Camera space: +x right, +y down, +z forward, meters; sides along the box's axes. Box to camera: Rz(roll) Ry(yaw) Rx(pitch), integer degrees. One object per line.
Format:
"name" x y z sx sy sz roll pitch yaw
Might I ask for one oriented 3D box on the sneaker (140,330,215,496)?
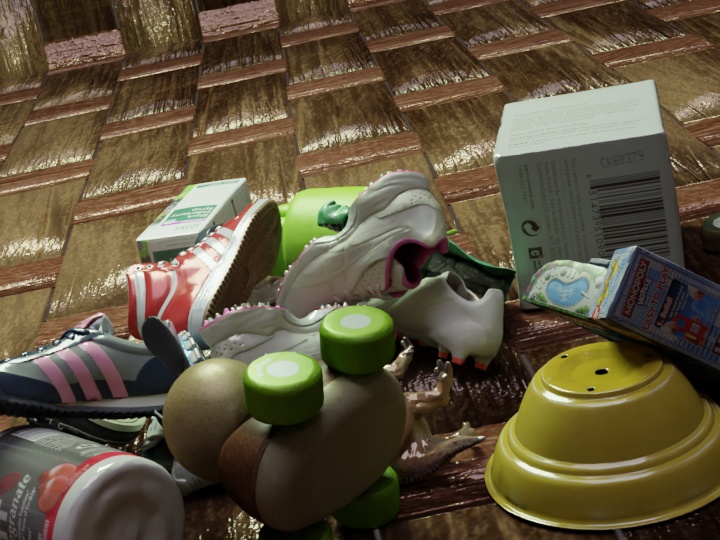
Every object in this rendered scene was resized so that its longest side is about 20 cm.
"sneaker" -0.155 0.123 1.266 0.087 0.075 0.200 -30 30 -4

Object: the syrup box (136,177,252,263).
"syrup box" -0.187 -0.039 1.732 0.079 0.082 0.200 -8 18 15

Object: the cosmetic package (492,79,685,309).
"cosmetic package" 0.232 -0.080 1.483 0.165 0.165 0.200 -8 19 11

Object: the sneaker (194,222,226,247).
"sneaker" -0.145 -0.003 1.569 0.082 0.070 0.200 -16 -12 15

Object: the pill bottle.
"pill bottle" -0.234 0.178 1.113 0.200 0.111 0.111 8 27 44

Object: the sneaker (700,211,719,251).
"sneaker" 0.438 -0.083 1.483 0.200 0.090 0.067 -11 20 4

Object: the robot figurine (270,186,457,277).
"robot figurine" -0.003 -0.030 1.544 0.200 0.116 0.175 -1 20 21

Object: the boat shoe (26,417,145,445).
"boat shoe" -0.251 0.138 1.305 0.074 0.066 0.199 14 0 -38

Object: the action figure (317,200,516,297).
"action figure" 0.050 -0.017 1.423 0.200 0.118 0.055 25 73 7

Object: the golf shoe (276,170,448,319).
"golf shoe" 0.000 0.000 1.347 0.200 0.092 0.075 -46 -29 26

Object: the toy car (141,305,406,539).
"toy car" -0.082 0.106 1.094 0.200 0.165 0.158 17 32 34

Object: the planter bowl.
"planter bowl" 0.186 0.108 1.109 0.200 0.084 0.200 -10 19 3

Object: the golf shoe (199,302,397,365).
"golf shoe" -0.048 0.078 1.288 0.200 0.092 0.075 0 -23 -37

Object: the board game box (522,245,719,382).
"board game box" 0.234 0.032 1.160 0.200 0.062 0.200 25 -4 -36

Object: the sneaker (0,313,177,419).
"sneaker" -0.234 0.075 1.171 0.200 0.082 0.070 5 -13 -32

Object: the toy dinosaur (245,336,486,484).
"toy dinosaur" 0.008 0.127 1.173 0.135 0.086 0.200 -35 45 -27

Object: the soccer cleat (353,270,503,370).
"soccer cleat" 0.061 0.034 1.376 0.069 0.078 0.200 15 2 -42

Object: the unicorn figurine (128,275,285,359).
"unicorn figurine" -0.138 0.048 1.463 0.200 0.074 0.137 14 44 26

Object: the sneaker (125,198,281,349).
"sneaker" -0.155 -0.002 1.424 0.112 0.071 0.200 1 39 24
